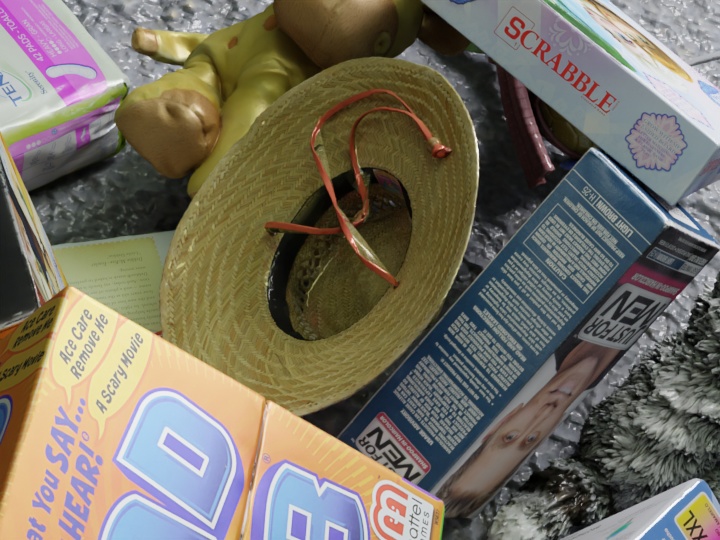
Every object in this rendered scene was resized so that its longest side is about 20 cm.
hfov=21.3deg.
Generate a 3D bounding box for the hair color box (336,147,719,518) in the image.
[{"bbox_3d":[0.087,0.037,0.984,0.061,0.200,0.100,47,14,23],"label":"hair color box"}]

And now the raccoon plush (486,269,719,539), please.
[{"bbox_3d":[0.168,0.082,1.017,0.097,0.135,0.200,38,52,16],"label":"raccoon plush"}]

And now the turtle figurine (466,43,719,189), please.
[{"bbox_3d":[0.143,-0.158,1.207,0.193,0.201,0.144,38,18,23],"label":"turtle figurine"}]

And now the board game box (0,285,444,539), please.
[{"bbox_3d":[-0.111,0.171,0.784,0.199,0.199,0.201,31,47,-25],"label":"board game box"}]

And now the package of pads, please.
[{"bbox_3d":[-0.248,-0.100,1.106,0.199,0.068,0.155,-25,60,-29],"label":"package of pads"}]

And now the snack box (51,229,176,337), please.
[{"bbox_3d":[-0.132,0.038,1.042,0.198,0.037,0.117,-7,53,-20],"label":"snack box"}]

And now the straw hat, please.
[{"bbox_3d":[0.000,0.000,0.973,0.200,0.085,0.203,-18,55,27],"label":"straw hat"}]

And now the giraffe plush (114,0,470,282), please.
[{"bbox_3d":[-0.026,-0.120,1.085,0.172,0.162,0.201,33,25,-27],"label":"giraffe plush"}]

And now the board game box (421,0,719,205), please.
[{"bbox_3d":[0.118,-0.120,1.030,0.199,0.041,0.200,40,17,9],"label":"board game box"}]

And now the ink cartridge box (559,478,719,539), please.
[{"bbox_3d":[0.080,0.189,0.878,0.199,0.136,0.077,-29,86,-44],"label":"ink cartridge box"}]

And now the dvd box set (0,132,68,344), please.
[{"bbox_3d":[-0.153,0.019,0.897,0.029,0.201,0.147,-19,57,-5],"label":"dvd box set"}]
